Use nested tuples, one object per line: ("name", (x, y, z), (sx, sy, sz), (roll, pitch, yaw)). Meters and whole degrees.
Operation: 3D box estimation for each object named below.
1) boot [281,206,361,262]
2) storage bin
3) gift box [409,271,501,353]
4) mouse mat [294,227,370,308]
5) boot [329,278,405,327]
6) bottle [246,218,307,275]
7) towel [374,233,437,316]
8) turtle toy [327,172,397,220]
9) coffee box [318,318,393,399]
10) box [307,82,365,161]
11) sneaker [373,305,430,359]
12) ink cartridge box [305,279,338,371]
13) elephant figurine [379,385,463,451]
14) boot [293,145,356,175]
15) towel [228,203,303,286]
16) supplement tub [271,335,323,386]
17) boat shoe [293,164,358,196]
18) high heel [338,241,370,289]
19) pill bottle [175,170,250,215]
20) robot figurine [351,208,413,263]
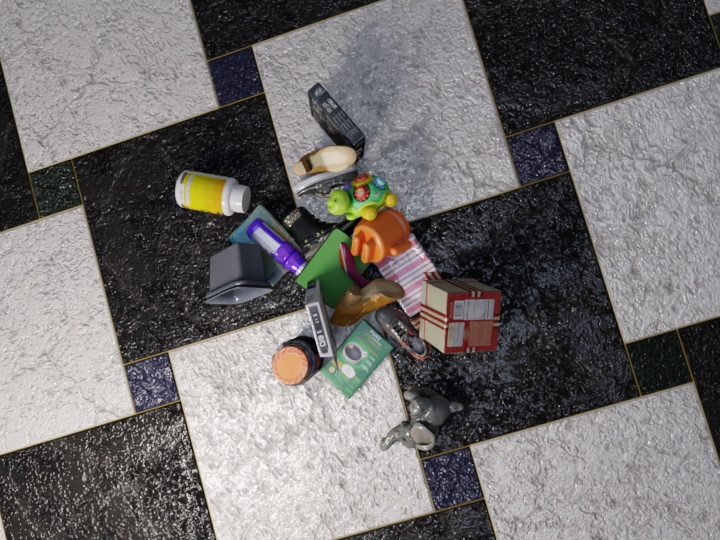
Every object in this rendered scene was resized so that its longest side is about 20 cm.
("boot", (-0.113, -0.138, 1.532), (0.203, 0.074, 0.154), (-38, 75, -9))
("storage bin", (-0.342, 0.009, 1.500), (0.198, 0.144, 0.137), (-19, 73, 43))
("gift box", (0.245, 0.107, 1.415), (0.196, 0.187, 0.188), (4, 98, -16))
("mouse mat", (-0.072, -0.004, 1.507), (0.160, 0.008, 0.201), (36, 96, -26))
("boot", (0.016, 0.095, 1.477), (0.198, 0.145, 0.071), (-3, 51, -33))
("bottle", (-0.234, -0.063, 1.515), (0.199, 0.084, 0.065), (41, 84, 3))
("towel", (0.144, 0.013, 1.525), (0.145, 0.030, 0.202), (-33, 85, 2))
("turtle toy", (-0.002, -0.203, 1.458), (0.199, 0.145, 0.102), (-33, 121, -22))
("coffee box", (-0.011, 0.252, 1.520), (0.123, 0.044, 0.201), (40, 92, 5))
("box", (-0.067, -0.409, 1.494), (0.043, 0.160, 0.201), (-39, 84, -6))
("sneaker", (0.122, 0.170, 1.493), (0.199, 0.082, 0.077), (39, 91, 5))
("ink cartridge box", (-0.104, 0.148, 1.429), (0.043, 0.198, 0.203), (-15, 106, -1))
("elephant figurine", (0.163, 0.434, 1.471), (0.140, 0.154, 0.203), (7, 101, -37))
("boot", (-0.083, -0.321, 1.483), (0.198, 0.144, 0.072), (-9, 112, 24))
("towel", (-0.277, -0.074, 1.570), (0.147, 0.022, 0.200), (-44, 87, 3))
("supplement tub", (-0.172, 0.247, 1.456), (0.120, 0.200, 0.125), (0, 87, 5))
("boat shoe", (-0.098, -0.250, 1.538), (0.197, 0.069, 0.057), (-19, 87, 2))
("high heel", (0.000, 0.000, 1.493), (0.095, 0.067, 0.203), (-21, 119, -12))
("pill bottle", (-0.426, -0.223, 1.543), (0.196, 0.109, 0.111), (10, 88, 6))
("robot figurine", (0.058, -0.099, 1.472), (0.199, 0.143, 0.118), (-34, 108, -36))
